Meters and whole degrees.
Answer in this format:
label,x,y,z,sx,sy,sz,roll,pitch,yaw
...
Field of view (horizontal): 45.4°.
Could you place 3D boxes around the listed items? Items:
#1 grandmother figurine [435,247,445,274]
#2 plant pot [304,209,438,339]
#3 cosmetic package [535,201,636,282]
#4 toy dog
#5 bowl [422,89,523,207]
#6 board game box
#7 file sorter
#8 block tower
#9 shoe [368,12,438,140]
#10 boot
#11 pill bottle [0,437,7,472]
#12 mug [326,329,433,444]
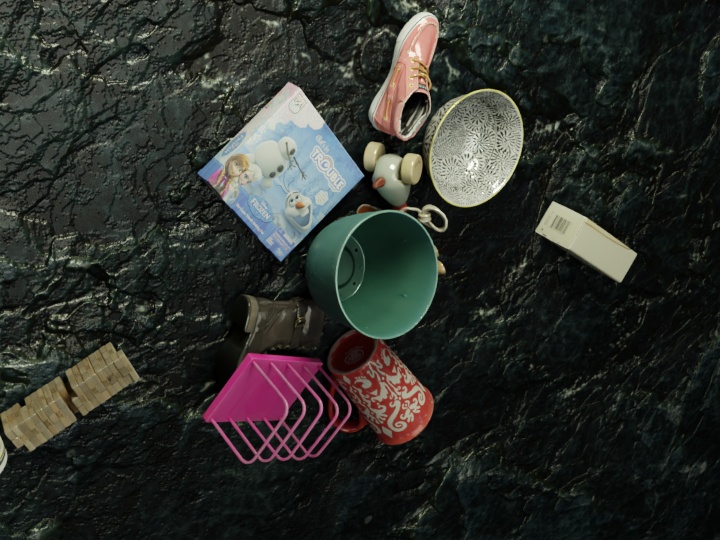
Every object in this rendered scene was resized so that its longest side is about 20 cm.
label,x,y,z,sx,sy,sz,roll,pitch,yaw
grandmother figurine,0.057,0.029,1.550,0.198,0.060,0.122,-28,99,-16
plant pot,0.000,0.000,1.407,0.199,0.160,0.204,-4,98,-35
cosmetic package,0.457,-0.056,1.741,0.199,0.103,0.074,24,98,-40
toy dog,0.052,-0.113,1.436,0.097,0.131,0.201,-52,128,-39
bowl,0.173,-0.219,1.472,0.199,0.094,0.203,-16,121,-28
board game box,-0.119,-0.150,1.346,0.199,0.043,0.200,-47,130,-7
file sorter,-0.128,0.235,1.431,0.140,0.125,0.199,-53,150,15
block tower,-0.437,0.189,1.299,0.199,0.058,0.054,-33,128,-13
shoe,0.088,-0.307,1.373,0.071,0.091,0.202,18,102,-38
boot,-0.143,0.125,1.456,0.173,0.069,0.202,5,113,-39
pill bottle,-0.570,0.202,1.181,0.110,0.111,0.202,-22,123,-23
mug,0.018,0.222,1.574,0.177,0.133,0.201,-43,126,-10
